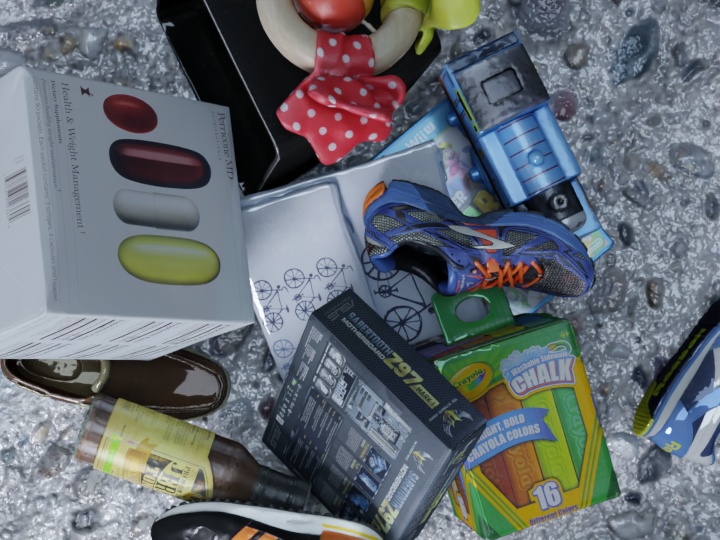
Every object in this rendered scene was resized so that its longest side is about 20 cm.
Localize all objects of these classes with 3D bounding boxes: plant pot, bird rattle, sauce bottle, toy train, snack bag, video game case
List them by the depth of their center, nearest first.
[{"bbox_3d":[-0.007,-0.190,1.060,0.163,0.113,0.200,41,78,5],"label":"bird rattle"},{"bbox_3d":[-0.141,0.164,1.167,0.200,0.065,0.065,19,86,-3],"label":"sauce bottle"},{"bbox_3d":[-0.049,-0.196,1.175,0.177,0.200,0.200,-25,86,-15],"label":"plant pot"},{"bbox_3d":[0.135,-0.103,1.180,0.087,0.114,0.200,-25,87,-1],"label":"toy train"},{"bbox_3d":[0.000,0.000,1.193,0.200,0.021,0.189,-17,113,3],"label":"snack bag"},{"bbox_3d":[0.111,-0.055,1.243,0.143,0.018,0.200,-40,87,-2],"label":"video game case"}]

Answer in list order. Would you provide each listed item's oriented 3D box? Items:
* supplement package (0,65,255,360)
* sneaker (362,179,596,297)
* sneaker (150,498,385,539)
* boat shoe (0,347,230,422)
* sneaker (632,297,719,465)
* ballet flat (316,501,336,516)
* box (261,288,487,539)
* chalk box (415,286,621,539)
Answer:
[{"bbox_3d":[-0.213,-0.035,1.089,0.147,0.200,0.191,-20,74,41],"label":"supplement package"},{"bbox_3d":[0.093,-0.008,1.127,0.200,0.075,0.078,13,50,3],"label":"sneaker"},{"bbox_3d":[-0.082,0.245,1.129,0.200,0.070,0.090,3,58,10],"label":"sneaker"},{"bbox_3d":[-0.216,0.096,1.203,0.202,0.075,0.075,6,86,0],"label":"boat shoe"},{"bbox_3d":[0.327,0.083,1.211,0.082,0.074,0.200,37,94,0],"label":"sneaker"},{"bbox_3d":[-0.061,0.235,1.204,0.200,0.068,0.075,1,74,2],"label":"ballet flat"},{"bbox_3d":[0.006,0.132,1.131,0.051,0.200,0.158,-33,68,-35],"label":"box"},{"bbox_3d":[0.119,0.106,1.163,0.125,0.124,0.200,-18,94,-9],"label":"chalk box"}]
